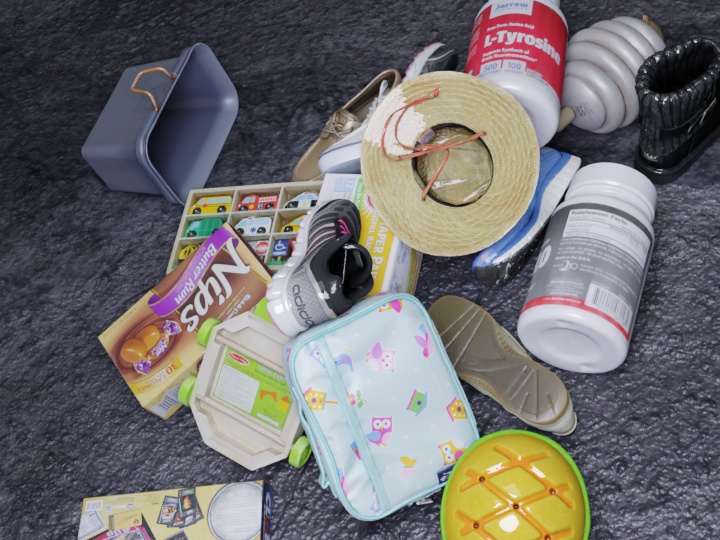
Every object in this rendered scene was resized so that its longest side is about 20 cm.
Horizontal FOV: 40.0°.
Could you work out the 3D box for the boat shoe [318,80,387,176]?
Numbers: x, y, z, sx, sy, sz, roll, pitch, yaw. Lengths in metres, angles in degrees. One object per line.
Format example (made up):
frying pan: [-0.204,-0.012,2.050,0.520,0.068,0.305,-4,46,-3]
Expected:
boat shoe: [0.037,-0.176,1.152,0.200,0.075,0.087,-21,79,-2]

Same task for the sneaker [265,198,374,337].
sneaker: [-0.021,-0.010,0.975,0.087,0.074,0.200,-12,27,25]

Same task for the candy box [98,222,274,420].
candy box: [-0.185,0.056,1.118,0.200,0.056,0.117,-42,59,0]

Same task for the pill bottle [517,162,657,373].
pill bottle: [0.242,-0.005,1.036,0.113,0.114,0.201,11,59,21]

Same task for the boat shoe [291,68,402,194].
boat shoe: [-0.018,-0.176,1.251,0.071,0.065,0.200,32,71,31]

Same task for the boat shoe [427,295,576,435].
boat shoe: [0.143,0.099,1.033,0.073,0.063,0.200,-50,51,-6]

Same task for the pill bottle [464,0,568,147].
pill bottle: [0.177,-0.240,1.124,0.111,0.113,0.202,2,55,16]

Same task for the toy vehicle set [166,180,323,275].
toy vehicle set: [-0.129,-0.046,1.202,0.198,0.027,0.125,-2,58,19]

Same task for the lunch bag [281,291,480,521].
lunch bag: [0.017,0.134,0.956,0.159,0.077,0.202,-24,95,-16]

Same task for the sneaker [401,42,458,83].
sneaker: [0.086,-0.184,1.232,0.086,0.080,0.202,20,76,19]

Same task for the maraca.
maraca: [0.138,0.244,0.898,0.135,0.107,0.202,5,69,13]

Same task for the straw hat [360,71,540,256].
straw hat: [0.104,-0.111,1.063,0.199,0.085,0.204,-2,84,20]

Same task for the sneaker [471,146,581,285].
sneaker: [0.170,-0.068,1.113,0.089,0.079,0.201,29,58,11]

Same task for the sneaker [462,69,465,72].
sneaker: [0.159,-0.180,1.212,0.077,0.078,0.202,-18,52,34]

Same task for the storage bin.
storage bin: [-0.273,-0.194,1.295,0.133,0.146,0.202,1,55,27]

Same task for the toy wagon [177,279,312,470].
toy wagon: [-0.101,0.104,1.024,0.154,0.040,0.202,25,104,19]

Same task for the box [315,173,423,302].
box: [0.000,0.000,1.102,0.111,0.102,0.202,3,57,18]

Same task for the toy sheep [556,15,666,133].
toy sheep: [0.289,-0.227,1.171,0.137,0.138,0.200,33,71,31]

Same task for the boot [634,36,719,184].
boot: [0.381,-0.213,1.115,0.079,0.158,0.212,27,66,29]

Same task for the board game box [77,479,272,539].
board game box: [-0.190,0.289,0.994,0.198,0.035,0.137,-7,54,10]
